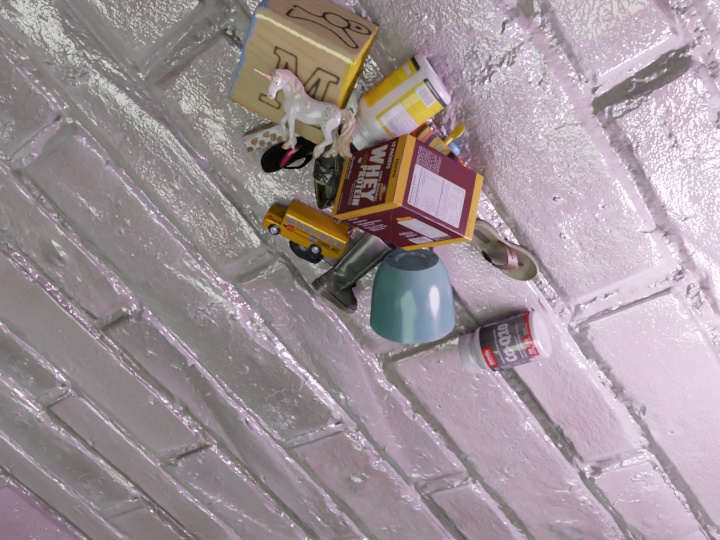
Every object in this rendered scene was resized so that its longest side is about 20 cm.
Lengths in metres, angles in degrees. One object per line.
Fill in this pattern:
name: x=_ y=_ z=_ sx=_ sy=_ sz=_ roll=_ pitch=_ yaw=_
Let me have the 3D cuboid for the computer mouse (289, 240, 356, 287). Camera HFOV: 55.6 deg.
computer mouse: x=-0.091 y=-0.017 z=1.661 sx=0.199 sy=0.034 sz=0.059 roll=35 pitch=126 yaw=-11

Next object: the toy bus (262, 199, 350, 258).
toy bus: x=-0.123 y=-0.099 z=1.590 sx=0.199 sy=0.065 sz=0.079 roll=26 pitch=128 yaw=-3

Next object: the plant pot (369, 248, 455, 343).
plant pot: x=0.117 y=0.044 z=1.552 sx=0.199 sy=0.201 sz=0.162 roll=4 pitch=116 yaw=13

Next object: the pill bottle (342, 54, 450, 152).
pill bottle: x=0.066 y=-0.315 z=1.323 sx=0.199 sy=0.112 sz=0.112 roll=-34 pitch=112 yaw=17

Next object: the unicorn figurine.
unicorn figurine: x=-0.101 y=-0.278 z=1.218 sx=0.198 sy=0.074 sz=0.138 roll=11 pitch=119 yaw=-9

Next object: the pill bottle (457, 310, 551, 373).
pill bottle: x=0.341 y=0.177 z=1.626 sx=0.199 sy=0.114 sz=0.114 roll=-21 pitch=117 yaw=27

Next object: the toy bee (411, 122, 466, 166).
toy bee: x=0.178 y=-0.234 z=1.375 sx=0.199 sy=0.109 sz=0.132 roll=23 pitch=103 yaw=-7

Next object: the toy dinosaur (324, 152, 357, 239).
toy dinosaur: x=0.002 y=-0.151 z=1.467 sx=0.135 sy=0.086 sz=0.200 roll=-36 pitch=153 yaw=6

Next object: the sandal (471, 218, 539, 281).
sandal: x=0.308 y=-0.035 z=1.517 sx=0.200 sy=0.057 sz=0.080 roll=34 pitch=127 yaw=-10

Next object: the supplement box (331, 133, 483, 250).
supplement box: x=0.089 y=-0.142 z=1.316 sx=0.199 sy=0.134 sz=0.197 roll=22 pitch=163 yaw=-32

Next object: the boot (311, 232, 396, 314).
boot: x=0.002 y=0.002 z=1.614 sx=0.200 sy=0.073 sz=0.182 roll=-45 pitch=147 yaw=6

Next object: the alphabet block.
alphabet block: x=-0.105 y=-0.394 z=1.293 sx=0.199 sy=0.196 sz=0.197 roll=27 pitch=130 yaw=-3

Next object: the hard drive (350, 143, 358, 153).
hard drive: x=0.050 y=-0.234 z=1.457 sx=0.200 sy=0.042 sz=0.135 roll=44 pitch=125 yaw=-16

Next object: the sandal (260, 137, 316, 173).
sandal: x=-0.135 y=-0.251 z=1.478 sx=0.199 sy=0.045 sz=0.075 roll=-19 pitch=159 yaw=25

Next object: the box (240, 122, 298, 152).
box: x=-0.164 y=-0.304 z=1.470 sx=0.199 sy=0.042 sz=0.039 roll=-12 pitch=121 yaw=25

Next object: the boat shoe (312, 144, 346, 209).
boat shoe: x=-0.069 y=-0.206 z=1.463 sx=0.072 sy=0.066 sz=0.202 roll=34 pitch=150 yaw=22
